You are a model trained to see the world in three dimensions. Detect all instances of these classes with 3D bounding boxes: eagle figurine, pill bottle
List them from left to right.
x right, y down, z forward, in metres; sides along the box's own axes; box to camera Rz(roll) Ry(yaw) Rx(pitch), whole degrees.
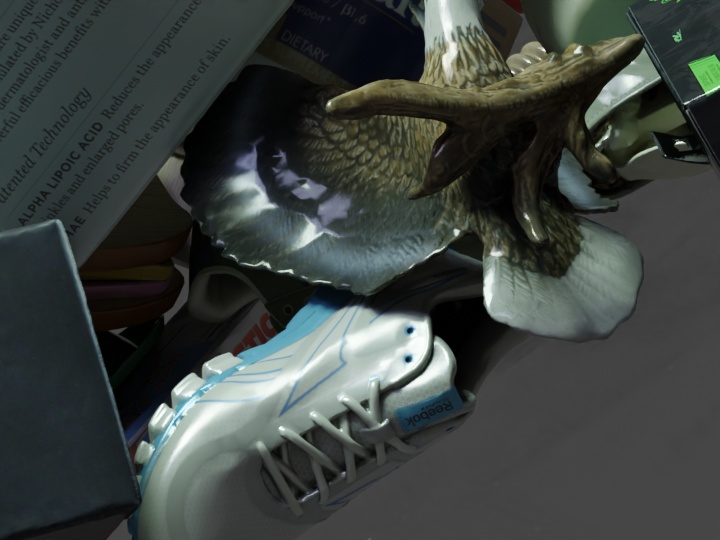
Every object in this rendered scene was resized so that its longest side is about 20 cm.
[{"bbox_3d":[0.013,-0.157,1.272,0.201,0.111,0.111,-61,19,-2],"label":"pill bottle"},{"bbox_3d":[0.034,-0.053,1.119,0.151,0.151,0.200,-64,16,-16],"label":"eagle figurine"}]

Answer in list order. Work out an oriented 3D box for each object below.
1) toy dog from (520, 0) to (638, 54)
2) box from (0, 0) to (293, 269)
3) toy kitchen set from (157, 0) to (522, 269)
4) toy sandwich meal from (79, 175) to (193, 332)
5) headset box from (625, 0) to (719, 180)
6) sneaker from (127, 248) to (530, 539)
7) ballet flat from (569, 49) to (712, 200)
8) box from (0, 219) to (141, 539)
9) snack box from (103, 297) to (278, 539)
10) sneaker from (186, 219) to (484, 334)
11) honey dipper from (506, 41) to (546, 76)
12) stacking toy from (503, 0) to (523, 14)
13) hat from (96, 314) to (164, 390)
[{"bbox_3d":[0.132,-0.168,1.347,0.194,0.139,0.200,-56,24,22],"label":"toy dog"},{"bbox_3d":[-0.116,-0.146,1.213,0.200,0.130,0.199,-49,21,29],"label":"box"},{"bbox_3d":[0.004,-0.069,1.424,0.163,0.180,0.201,19,84,36],"label":"toy kitchen set"},{"bbox_3d":[-0.165,-0.056,1.302,0.070,0.205,0.205,-54,0,38],"label":"toy sandwich meal"},{"bbox_3d":[0.203,-0.087,1.069,0.199,0.093,0.174,-31,16,8],"label":"headset box"},{"bbox_3d":[-0.006,0.053,1.093,0.086,0.075,0.200,5,42,49],"label":"sneaker"},{"bbox_3d":[0.171,-0.082,1.196,0.199,0.067,0.064,-25,45,25],"label":"ballet flat"},{"bbox_3d":[-0.208,0.079,1.095,0.199,0.118,0.197,-13,-11,-19],"label":"box"},{"bbox_3d":[-0.098,0.066,1.299,0.072,0.024,0.200,-18,21,39],"label":"snack box"},{"bbox_3d":[0.000,0.000,1.253,0.200,0.067,0.090,12,81,41],"label":"sneaker"},{"bbox_3d":[0.134,-0.127,1.416,0.200,0.038,0.038,-37,17,-21],"label":"honey dipper"},{"bbox_3d":[0.021,-0.133,1.585,0.199,0.086,0.085,-27,16,-5],"label":"stacking toy"},{"bbox_3d":[-0.219,0.027,1.312,0.200,0.176,0.166,-42,7,3],"label":"hat"}]
